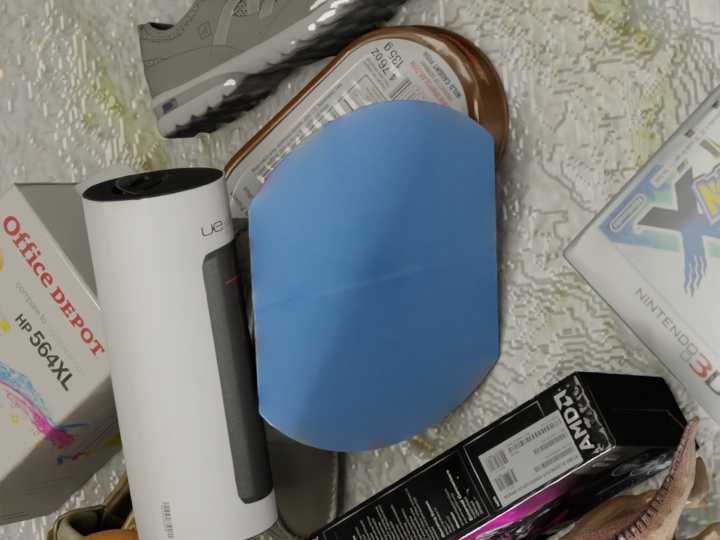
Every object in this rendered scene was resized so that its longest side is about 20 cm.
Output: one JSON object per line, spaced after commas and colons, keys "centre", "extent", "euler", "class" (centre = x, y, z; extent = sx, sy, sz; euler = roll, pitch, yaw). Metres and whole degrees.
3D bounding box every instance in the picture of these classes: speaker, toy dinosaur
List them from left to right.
{"centre": [-0.098, 0.046, 1.489], "extent": [0.081, 0.081, 0.201], "euler": [-2, 103, 25], "class": "speaker"}
{"centre": [0.125, 0.159, 1.455], "extent": [0.200, 0.135, 0.086], "euler": [115, 143, -53], "class": "toy dinosaur"}

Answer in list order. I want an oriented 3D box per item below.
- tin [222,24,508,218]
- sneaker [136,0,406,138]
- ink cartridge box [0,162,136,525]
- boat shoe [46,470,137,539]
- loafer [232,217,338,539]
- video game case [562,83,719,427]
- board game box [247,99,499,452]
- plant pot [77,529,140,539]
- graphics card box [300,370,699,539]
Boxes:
{"centre": [-0.005, -0.057, 1.574], "extent": [0.200, 0.042, 0.112], "euler": [-44, 70, 20], "class": "tin"}
{"centre": [-0.053, -0.153, 1.570], "extent": [0.200, 0.075, 0.082], "euler": [-30, 81, 24], "class": "sneaker"}
{"centre": [-0.185, 0.041, 1.612], "extent": [0.200, 0.125, 0.129], "euler": [-44, 74, 21], "class": "ink cartridge box"}
{"centre": [-0.151, 0.166, 1.620], "extent": [0.066, 0.074, 0.200], "euler": [37, 101, -22], "class": "boat shoe"}
{"centre": [-0.046, 0.068, 1.551], "extent": [0.070, 0.070, 0.200], "euler": [16, 127, 53], "class": "loafer"}
{"centre": [0.234, -0.014, 1.470], "extent": [0.182, 0.022, 0.200], "euler": [48, 109, 16], "class": "video game case"}
{"centre": [0.000, 0.000, 1.510], "extent": [0.039, 0.158, 0.200], "euler": [28, 126, 53], "class": "board game box"}
{"centre": [-0.162, 0.259, 1.524], "extent": [0.140, 0.200, 0.201], "euler": [-24, 82, 35], "class": "plant pot"}
{"centre": [0.074, 0.124, 1.493], "extent": [0.200, 0.125, 0.051], "euler": [-34, 71, 21], "class": "graphics card box"}
